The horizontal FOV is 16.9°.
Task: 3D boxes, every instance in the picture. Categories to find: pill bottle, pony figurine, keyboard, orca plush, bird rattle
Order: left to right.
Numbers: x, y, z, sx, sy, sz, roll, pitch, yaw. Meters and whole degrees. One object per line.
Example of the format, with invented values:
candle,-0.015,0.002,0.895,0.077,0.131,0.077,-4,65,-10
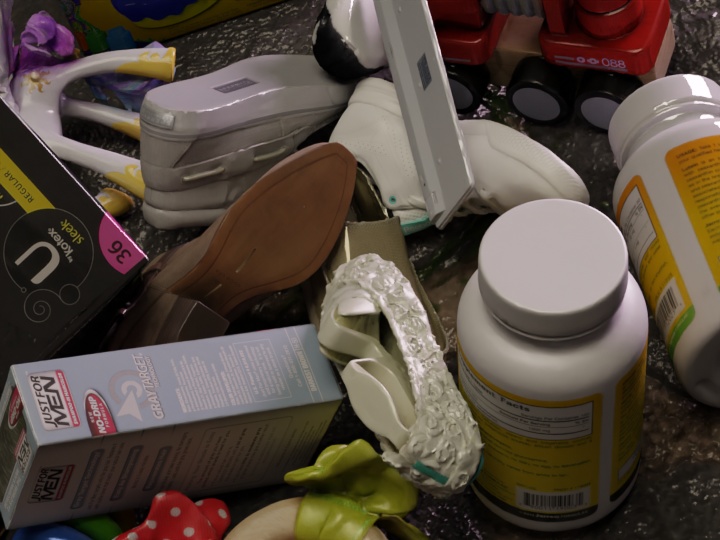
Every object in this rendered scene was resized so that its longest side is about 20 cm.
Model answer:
pony figurine,-0.232,-0.121,1.707,0.198,0.167,0.194,5,63,0
bird rattle,-0.047,0.187,1.452,0.199,0.113,0.164,-24,68,1
orca plush,-0.008,-0.195,1.729,0.071,0.105,0.201,-24,41,30
keyboard,0.041,-0.127,1.602,0.011,0.056,0.201,3,59,-30
pill bottle,0.113,0.055,1.428,0.112,0.201,0.113,-2,50,2
pill bottle,0.223,-0.024,1.519,0.110,0.111,0.201,-18,52,2

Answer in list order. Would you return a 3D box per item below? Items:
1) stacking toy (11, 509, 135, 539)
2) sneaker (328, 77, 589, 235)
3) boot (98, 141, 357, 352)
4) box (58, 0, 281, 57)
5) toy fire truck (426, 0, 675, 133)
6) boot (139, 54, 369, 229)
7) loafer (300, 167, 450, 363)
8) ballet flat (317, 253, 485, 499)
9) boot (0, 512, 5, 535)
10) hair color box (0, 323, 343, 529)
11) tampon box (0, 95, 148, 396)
stacking toy,-0.178,0.163,1.521,0.085,0.086,0.201,8,51,20
sneaker,0.061,-0.058,1.625,0.199,0.075,0.089,22,74,35
boot,-0.096,-0.003,1.582,0.200,0.070,0.146,-49,17,-16
box,-0.142,-0.282,1.756,0.199,0.193,0.123,-19,52,2
toy fire truck,0.107,-0.184,1.611,0.175,0.201,0.129,10,57,21
boot,-0.076,-0.087,1.673,0.199,0.096,0.073,-16,32,-42
loafer,0.000,0.000,1.576,0.075,0.069,0.200,-6,44,-30
ballet flat,0.012,0.053,1.445,0.071,0.072,0.200,-27,44,-5
boot,-0.276,0.171,1.545,0.075,0.074,0.201,16,58,13
hair color box,-0.121,0.095,1.481,0.199,0.099,0.061,-8,57,-26
tampon box,-0.231,-0.015,1.545,0.126,0.200,0.150,-44,94,-7
